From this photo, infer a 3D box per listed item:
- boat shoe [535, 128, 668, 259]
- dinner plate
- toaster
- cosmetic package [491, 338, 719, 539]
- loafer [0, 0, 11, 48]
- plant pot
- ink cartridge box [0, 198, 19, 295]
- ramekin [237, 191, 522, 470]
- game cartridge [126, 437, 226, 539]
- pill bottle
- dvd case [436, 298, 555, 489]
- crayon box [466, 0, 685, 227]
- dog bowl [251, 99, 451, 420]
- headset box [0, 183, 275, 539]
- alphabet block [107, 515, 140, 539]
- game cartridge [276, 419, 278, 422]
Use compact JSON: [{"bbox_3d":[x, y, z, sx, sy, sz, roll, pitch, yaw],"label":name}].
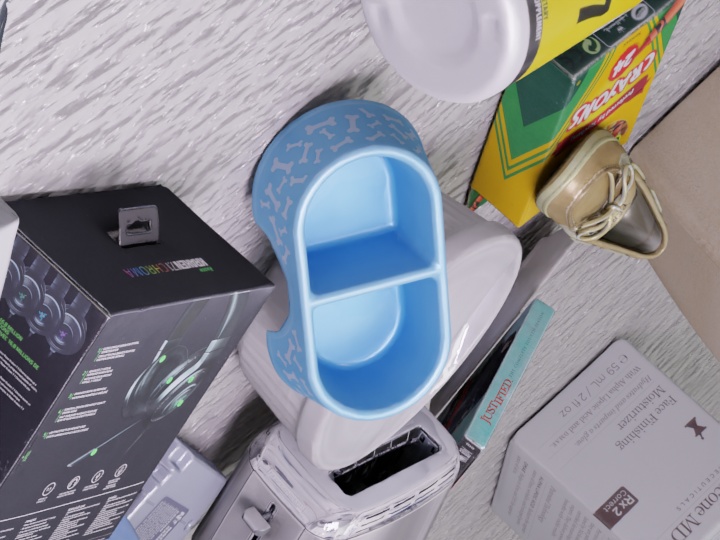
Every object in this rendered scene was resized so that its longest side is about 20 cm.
[{"bbox_3d":[0.175,-0.046,1.873,0.073,0.063,0.201,-49,164,2],"label":"boat shoe"},{"bbox_3d":[0.108,0.033,2.061,0.200,0.024,0.200,-51,177,-4],"label":"dinner plate"},{"bbox_3d":[-0.015,0.160,1.843,0.200,0.114,0.129,-21,150,-42],"label":"toaster"},{"bbox_3d":[0.257,0.211,2.554,0.165,0.200,0.165,-41,161,-24],"label":"cosmetic package"},{"bbox_3d":[-0.178,-0.109,1.066,0.201,0.073,0.072,-59,153,2],"label":"loafer"},{"bbox_3d":[0.323,-0.056,2.185,0.200,0.177,0.200,-44,162,-14],"label":"plant pot"},{"bbox_3d":[-0.244,0.045,1.192,0.145,0.083,0.200,-34,158,-37],"label":"ink cartridge box"},{"bbox_3d":[0.006,0.026,1.739,0.202,0.094,0.203,-43,161,-18],"label":"ramekin"},{"bbox_3d":[-0.174,0.193,1.756,0.200,0.041,0.133,-47,159,-4],"label":"game cartridge"},{"bbox_3d":[0.101,-0.182,1.496,0.200,0.114,0.115,-34,158,-40],"label":"pill bottle"},{"bbox_3d":[0.071,0.123,1.973,0.146,0.022,0.200,-60,-178,-39],"label":"dvd case"},{"bbox_3d":[0.147,-0.115,1.854,0.127,0.051,0.200,-38,160,-31],"label":"crayon box"},{"bbox_3d":[0.000,0.000,1.575,0.111,0.050,0.201,-14,119,-17],"label":"dog bowl"},{"bbox_3d":[-0.158,0.053,1.399,0.200,0.093,0.174,-56,161,21],"label":"headset box"},{"bbox_3d":[-0.202,0.291,1.576,0.196,0.196,0.200,-15,147,-31],"label":"alphabet block"},{"bbox_3d":[0.023,0.061,1.952,0.200,0.040,0.133,-49,159,1],"label":"game cartridge"}]
